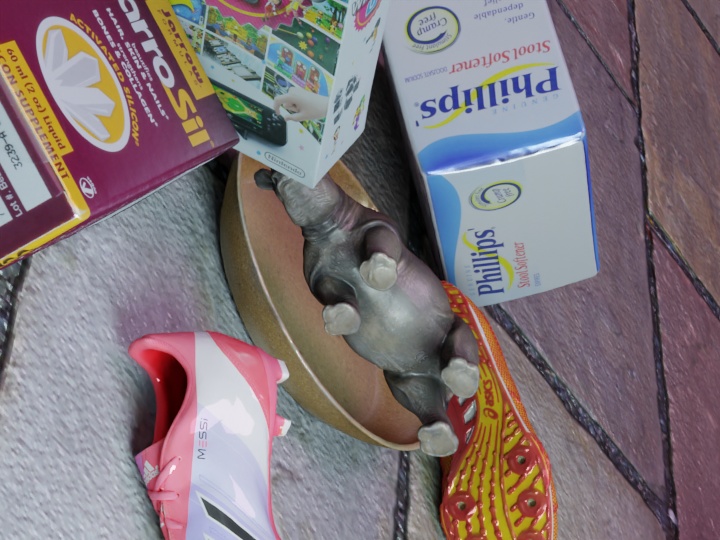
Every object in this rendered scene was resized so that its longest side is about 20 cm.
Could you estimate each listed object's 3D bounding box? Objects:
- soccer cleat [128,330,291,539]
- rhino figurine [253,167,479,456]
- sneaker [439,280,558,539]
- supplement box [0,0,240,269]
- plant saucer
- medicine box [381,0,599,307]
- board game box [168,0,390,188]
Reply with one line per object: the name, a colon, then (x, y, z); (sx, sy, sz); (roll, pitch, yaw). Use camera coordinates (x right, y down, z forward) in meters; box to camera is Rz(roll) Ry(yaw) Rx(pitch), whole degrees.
soccer cleat: (-0.070, 0.117, 1.214); (0.076, 0.067, 0.201); (12, 53, -23)
rhino figurine: (0.000, 0.000, 1.385); (0.200, 0.060, 0.087); (54, 10, -18)
sneaker: (0.077, 0.100, 1.532); (0.077, 0.073, 0.201); (41, 32, -62)
supplement box: (-0.146, -0.072, 1.202); (0.111, 0.085, 0.200); (62, 22, -3)
plant saucer: (-0.023, 0.013, 1.448); (0.200, 0.035, 0.201); (47, 28, -34)
medicine box: (0.072, -0.108, 1.621); (0.182, 0.103, 0.201); (74, 1, -62)
board game box: (-0.057, -0.157, 1.284); (0.147, 0.200, 0.064); (27, 46, 14)
